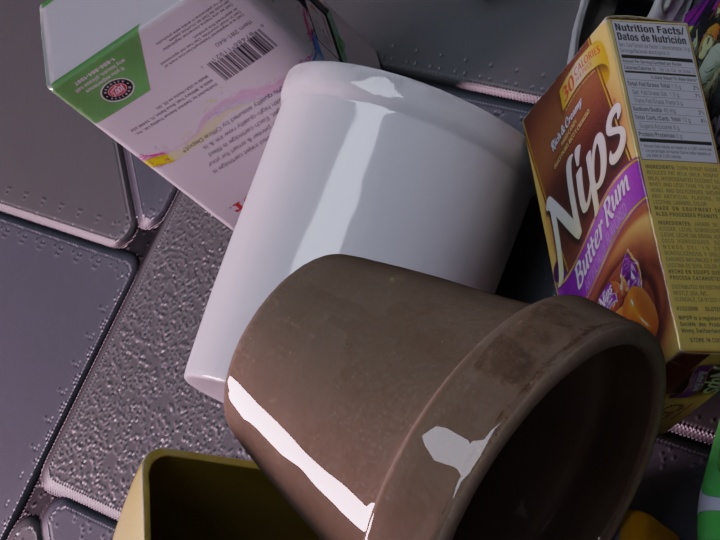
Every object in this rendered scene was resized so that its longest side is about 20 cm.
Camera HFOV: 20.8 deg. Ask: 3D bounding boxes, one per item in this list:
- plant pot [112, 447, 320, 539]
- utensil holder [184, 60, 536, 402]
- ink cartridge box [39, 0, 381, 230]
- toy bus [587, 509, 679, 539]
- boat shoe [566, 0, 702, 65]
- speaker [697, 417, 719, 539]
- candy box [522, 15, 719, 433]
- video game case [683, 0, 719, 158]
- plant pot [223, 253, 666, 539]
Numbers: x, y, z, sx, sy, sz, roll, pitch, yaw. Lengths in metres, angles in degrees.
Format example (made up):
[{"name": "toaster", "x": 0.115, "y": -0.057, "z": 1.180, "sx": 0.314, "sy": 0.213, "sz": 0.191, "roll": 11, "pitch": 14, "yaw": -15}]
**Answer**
[{"name": "plant pot", "x": -0.053, "y": 0.236, "z": 1.069, "sx": 0.176, "sy": 0.200, "sz": 0.200, "roll": 130, "pitch": 143, "yaw": -50}, {"name": "utensil holder", "x": 0.000, "y": 0.000, "z": 1.184, "sx": 0.170, "sy": 0.170, "sz": 0.200, "roll": 13, "pitch": 77, "yaw": 40}, {"name": "ink cartridge box", "x": -0.092, "y": -0.133, "z": 1.300, "sx": 0.145, "sy": 0.200, "sz": 0.084, "roll": -30, "pitch": 49, "yaw": 20}, {"name": "toy bus", "x": 0.127, "y": 0.196, "z": 1.051, "sx": 0.078, "sy": 0.065, "sz": 0.200, "roll": -12, "pitch": 60, "yaw": 31}, {"name": "boat shoe", "x": 0.171, "y": -0.177, "z": 1.218, "sx": 0.072, "sy": 0.066, "sz": 0.200, "roll": 11, "pitch": 74, "yaw": 40}, {"name": "speaker", "x": 0.238, "y": 0.060, "z": 1.029, "sx": 0.088, "sy": 0.088, "sz": 0.200, "roll": 6, "pitch": 70, "yaw": 38}, {"name": "candy box", "x": 0.150, "y": -0.023, "z": 1.071, "sx": 0.117, "sy": 0.056, "sz": 0.200, "roll": 127, "pitch": 141, "yaw": -57}, {"name": "video game case", "x": 0.226, "y": -0.103, "z": 1.081, "sx": 0.200, "sy": 0.036, "sz": 0.182, "roll": 140, "pitch": 149, "yaw": -62}, {"name": "plant pot", "x": 0.028, "y": 0.078, "z": 0.987, "sx": 0.174, "sy": 0.200, "sz": 0.200, "roll": 32, "pitch": 87, "yaw": 29}]
